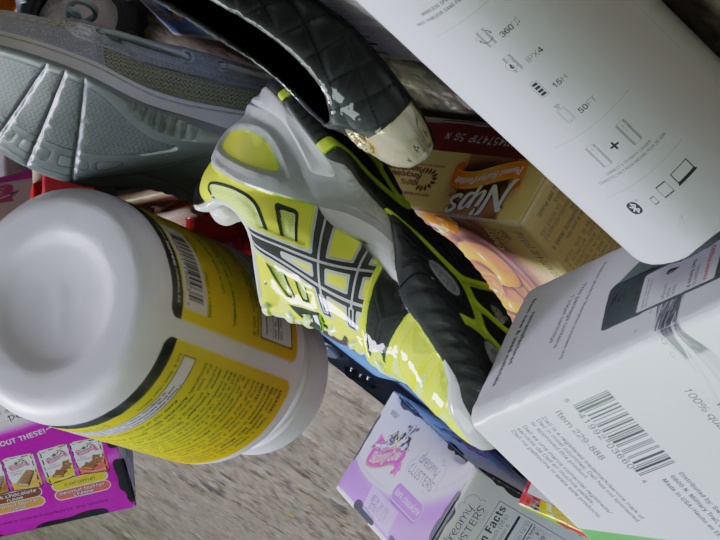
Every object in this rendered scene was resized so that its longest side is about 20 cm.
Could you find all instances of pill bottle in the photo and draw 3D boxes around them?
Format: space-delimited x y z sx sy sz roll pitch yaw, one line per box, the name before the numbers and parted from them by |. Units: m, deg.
pill bottle | -0.098 0.035 1.358 0.112 0.113 0.200 21 178 30

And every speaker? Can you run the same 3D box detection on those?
speaker | 0.067 -0.091 1.033 0.200 0.082 0.081 40 161 -26

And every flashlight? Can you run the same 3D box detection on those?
flashlight | -0.134 -0.088 1.419 0.068 0.068 0.200 25 161 12

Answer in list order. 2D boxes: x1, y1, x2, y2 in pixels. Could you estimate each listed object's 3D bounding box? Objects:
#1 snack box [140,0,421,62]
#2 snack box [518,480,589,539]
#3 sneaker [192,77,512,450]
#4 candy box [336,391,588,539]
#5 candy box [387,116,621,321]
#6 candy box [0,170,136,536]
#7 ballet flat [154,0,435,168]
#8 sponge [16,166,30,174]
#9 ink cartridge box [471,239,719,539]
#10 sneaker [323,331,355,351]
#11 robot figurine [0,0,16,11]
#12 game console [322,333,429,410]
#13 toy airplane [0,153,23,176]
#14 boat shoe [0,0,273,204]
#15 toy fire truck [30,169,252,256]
snack box | -0.041 -0.127 1.216 0.199 0.024 0.072 11 155 49
snack box | 0.186 0.141 1.437 0.142 0.053 0.200 24 179 29
sneaker | 0.002 0.007 1.208 0.200 0.076 0.075 53 -165 28
candy box | 0.101 0.163 1.570 0.199 0.072 0.168 31 -177 -18
candy box | 0.102 0.010 1.296 0.115 0.056 0.200 11 154 49
candy box | -0.208 0.052 1.480 0.135 0.061 0.201 -12 129 0
ballet flat | -0.054 -0.102 1.169 0.199 0.057 0.066 36 163 -10
sponge | -0.205 0.034 1.524 0.111 0.200 0.030 36 -154 -31
ink cartridge box | 0.168 0.050 1.105 0.146 0.084 0.199 45 137 -18
sneaker | 0.000 0.000 1.388 0.075 0.071 0.200 34 180 5
robot figurine | -0.258 -0.091 1.396 0.144 0.201 0.058 23 162 28
game console | 0.048 0.062 1.583 0.199 0.031 0.177 13 154 49
toy airplane | -0.220 -0.011 1.618 0.199 0.200 0.141 31 152 -36
boat shoe | -0.103 -0.081 1.289 0.201 0.065 0.075 14 139 -14
toy fire truck | -0.099 -0.030 1.429 0.140 0.049 0.200 -2 163 -5
